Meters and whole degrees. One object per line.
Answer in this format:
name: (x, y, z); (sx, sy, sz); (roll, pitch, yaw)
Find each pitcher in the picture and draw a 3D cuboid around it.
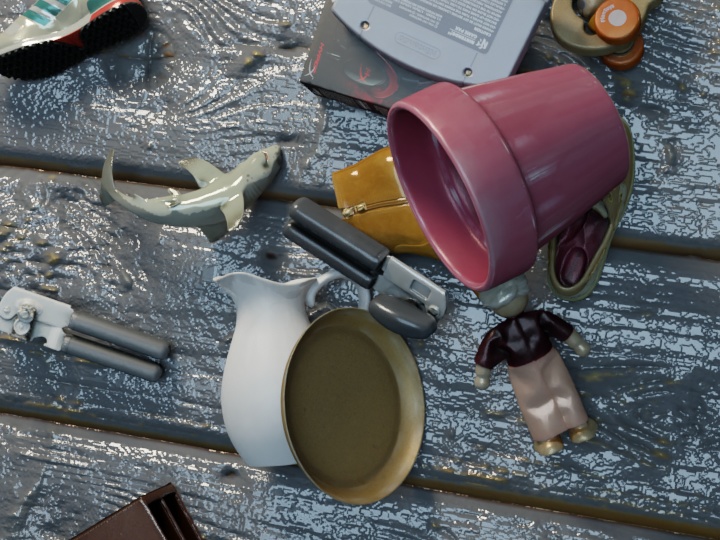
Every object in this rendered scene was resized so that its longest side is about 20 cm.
pitcher: (-0.064, 0.098, 1.410); (0.171, 0.121, 0.201); (-5, 88, -17)

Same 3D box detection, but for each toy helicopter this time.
toy helicopter: (0.258, -0.316, 1.385); (0.132, 0.079, 0.200); (25, 82, 20)

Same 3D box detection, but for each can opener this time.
can opener: (-0.308, 0.069, 1.488); (0.200, 0.066, 0.053); (19, 94, 3)
can opener: (0.000, 0.000, 1.387); (0.200, 0.067, 0.053); (32, 130, 11)

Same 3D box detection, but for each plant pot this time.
plant pot: (-0.011, 0.139, 1.368); (0.027, 0.200, 0.201); (-12, 84, 45)
plant pot: (0.148, -0.104, 1.278); (0.179, 0.200, 0.200); (-26, 82, -14)

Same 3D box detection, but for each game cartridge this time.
game cartridge: (0.079, -0.263, 1.351); (0.200, 0.040, 0.134); (27, 88, 12)

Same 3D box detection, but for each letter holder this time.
letter holder: (-0.266, 0.346, 1.444); (0.200, 0.101, 0.142); (-32, 84, 9)

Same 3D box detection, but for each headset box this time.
headset box: (0.057, -0.234, 1.410); (0.200, 0.075, 0.149); (19, 90, 12)

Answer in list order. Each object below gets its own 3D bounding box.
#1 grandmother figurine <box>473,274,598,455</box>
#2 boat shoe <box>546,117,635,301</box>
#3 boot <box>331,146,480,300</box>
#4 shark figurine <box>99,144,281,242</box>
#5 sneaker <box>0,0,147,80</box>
grandmother figurine: (0.169, 0.086, 1.357); (0.121, 0.061, 0.200); (-23, 102, -8)
boat shoe: (0.237, -0.066, 1.370); (0.074, 0.066, 0.201); (11, 90, 12)
boot: (0.058, -0.034, 1.415); (0.144, 0.071, 0.202); (-22, 89, 21)
shark figurine: (-0.189, -0.065, 1.458); (0.214, 0.090, 0.128); (-6, 53, 4)
sneaker: (-0.338, -0.287, 1.508); (0.199, 0.070, 0.094); (-21, 66, 12)
